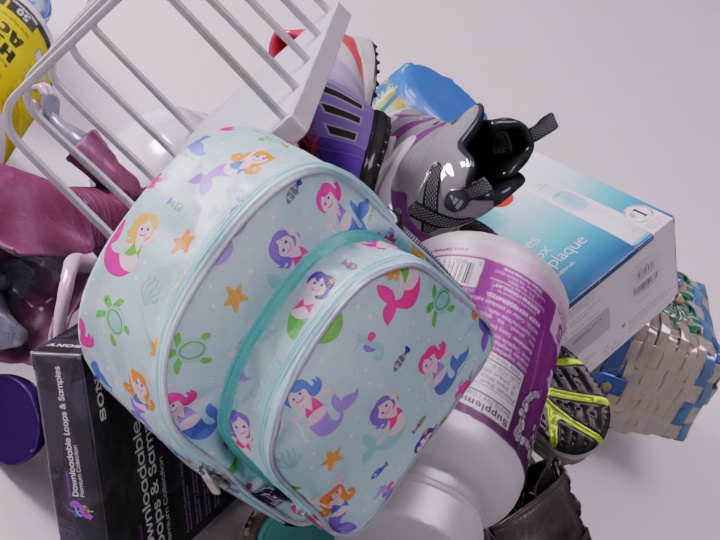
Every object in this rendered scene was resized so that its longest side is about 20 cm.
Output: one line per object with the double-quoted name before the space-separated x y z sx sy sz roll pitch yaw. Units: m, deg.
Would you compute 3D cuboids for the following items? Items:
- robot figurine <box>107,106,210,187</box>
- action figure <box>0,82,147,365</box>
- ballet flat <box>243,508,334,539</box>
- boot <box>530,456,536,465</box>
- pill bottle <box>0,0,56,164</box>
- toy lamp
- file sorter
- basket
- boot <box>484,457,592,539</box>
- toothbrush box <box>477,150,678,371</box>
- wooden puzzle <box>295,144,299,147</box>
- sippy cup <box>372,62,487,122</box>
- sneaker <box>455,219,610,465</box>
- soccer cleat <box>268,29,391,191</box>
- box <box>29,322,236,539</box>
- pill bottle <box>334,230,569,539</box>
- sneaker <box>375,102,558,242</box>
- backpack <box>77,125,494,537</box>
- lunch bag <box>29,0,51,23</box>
"robot figurine" -0.103 -0.050 1.189 0.199 0.114 0.169 11 0 -43
"action figure" -0.168 -0.028 0.998 0.148 0.135 0.200 16 20 27
"ballet flat" -0.001 0.168 1.051 0.199 0.074 0.074 20 32 -36
"boot" 0.025 0.115 1.139 0.150 0.073 0.200 4 39 -51
"pill bottle" -0.267 -0.102 1.066 0.111 0.111 0.200 32 28 -12
"toy lamp" -0.145 0.068 1.018 0.058 0.058 0.200 48 28 18
"file sorter" -0.107 -0.118 0.990 0.125 0.139 0.200 45 23 -15
"basket" 0.190 0.045 1.391 0.199 0.140 0.177 13 31 -7
"boot" 0.152 0.204 1.095 0.200 0.069 0.175 -19 88 -58
"toothbrush box" 0.123 -0.011 1.305 0.146 0.086 0.200 -36 44 -26
"wooden puzzle" 0.000 0.000 1.145 0.201 0.037 0.185 60 19 -5
"sippy cup" 0.037 -0.097 1.423 0.140 0.131 0.178 43 27 9
"sneaker" 0.096 0.053 1.182 0.075 0.077 0.201 -22 69 -18
"soccer cleat" -0.024 -0.099 1.105 0.073 0.069 0.201 13 33 -12
"box" -0.112 0.083 0.960 0.036 0.144 0.200 1 17 24
"pill bottle" 0.052 0.084 1.005 0.112 0.112 0.201 31 53 -14
"sneaker" 0.073 -0.080 1.165 0.078 0.139 0.200 54 22 -22
"backpack" -0.040 0.031 0.879 0.150 0.178 0.200 28 -12 46
"lunch bag" -0.326 -0.218 1.205 0.199 0.083 0.161 15 34 -39
